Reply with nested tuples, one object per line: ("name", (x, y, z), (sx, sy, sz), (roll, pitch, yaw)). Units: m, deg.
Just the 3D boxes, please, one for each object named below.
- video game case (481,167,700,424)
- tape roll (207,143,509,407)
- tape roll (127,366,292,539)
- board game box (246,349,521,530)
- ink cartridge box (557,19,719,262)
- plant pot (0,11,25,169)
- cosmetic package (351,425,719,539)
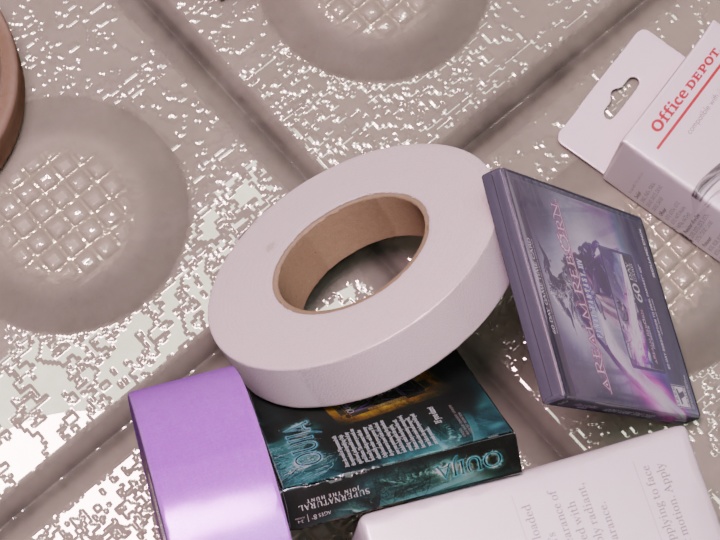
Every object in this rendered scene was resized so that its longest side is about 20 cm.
("video game case", (0.146, 0.020, 1.105), (0.019, 0.200, 0.143), (-23, 71, 27))
("tape roll", (0.000, 0.000, 1.102), (0.202, 0.037, 0.203), (-21, 35, 16))
("tape roll", (-0.079, 0.159, 1.023), (0.066, 0.200, 0.200), (-15, 73, -10))
("board game box", (0.005, 0.087, 1.064), (0.135, 0.200, 0.028), (-14, 109, -6))
("ink cartridge box", (0.246, -0.081, 1.199), (0.200, 0.067, 0.116), (36, 73, 7))
("plant pot", (-0.319, -0.142, 1.118), (0.200, 0.175, 0.201), (1, 71, -3))
("cosmetic package", (0.106, 0.209, 1.040), (0.200, 0.165, 0.165), (-14, 73, -10))
